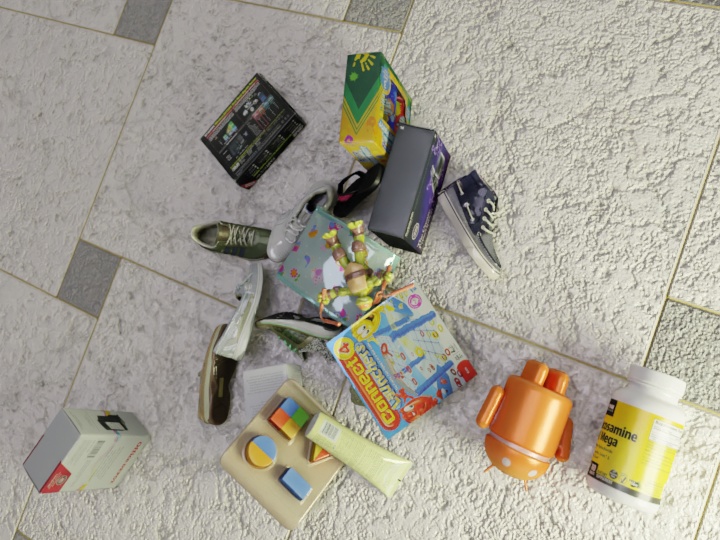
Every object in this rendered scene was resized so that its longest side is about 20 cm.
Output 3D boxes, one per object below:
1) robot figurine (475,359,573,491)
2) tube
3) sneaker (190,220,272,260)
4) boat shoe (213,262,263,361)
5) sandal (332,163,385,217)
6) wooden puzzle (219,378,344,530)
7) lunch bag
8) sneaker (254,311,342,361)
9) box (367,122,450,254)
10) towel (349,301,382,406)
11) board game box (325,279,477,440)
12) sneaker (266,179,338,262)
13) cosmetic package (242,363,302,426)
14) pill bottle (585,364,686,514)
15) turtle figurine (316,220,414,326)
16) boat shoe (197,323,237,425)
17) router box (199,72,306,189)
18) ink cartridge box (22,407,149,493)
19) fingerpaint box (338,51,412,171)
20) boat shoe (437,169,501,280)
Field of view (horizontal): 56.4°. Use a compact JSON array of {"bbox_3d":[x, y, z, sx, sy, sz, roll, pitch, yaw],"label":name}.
[{"bbox_3d":[0.275,0.252,1.102,0.116,0.143,0.204,20,86,47],"label":"robot figurine"},{"bbox_3d":[-0.007,0.328,1.208,0.198,0.052,0.058,33,133,-6],"label":"tube"},{"bbox_3d":[-0.268,-0.065,1.406,0.196,0.090,0.069,5,79,23],"label":"sneaker"},{"bbox_3d":[-0.240,0.077,1.357,0.063,0.074,0.207,16,75,-10],"label":"boat shoe"},{"bbox_3d":[-0.014,-0.160,1.287,0.044,0.199,0.077,23,68,-17],"label":"sandal"},{"bbox_3d":[-0.125,0.328,1.213,0.185,0.046,0.200,43,68,-2],"label":"wooden puzzle"},{"bbox_3d":[-0.034,0.001,1.280,0.198,0.122,0.173,32,91,27],"label":"lunch bag"},{"bbox_3d":[-0.128,0.135,1.324,0.196,0.076,0.091,7,99,28],"label":"sneaker"},{"bbox_3d":[0.094,-0.148,1.247,0.077,0.141,0.204,15,85,24],"label":"box"},{"bbox_3d":[0.068,0.168,1.249,0.146,0.036,0.204,15,84,23],"label":"towel"},{"bbox_3d":[0.071,0.155,1.184,0.194,0.056,0.202,-35,85,-1],"label":"board game box"},{"bbox_3d":[-0.123,-0.101,1.347,0.074,0.087,0.201,37,96,-4],"label":"sneaker"},{"bbox_3d":[-0.162,0.290,1.298,0.099,0.071,0.205,-11,75,18],"label":"cosmetic package"},{"bbox_3d":[0.430,0.256,1.038,0.110,0.112,0.204,18,85,24],"label":"pill bottle"},{"bbox_3d":[0.000,0.000,1.179,0.197,0.064,0.165,-21,81,31],"label":"turtle figurine"},{"bbox_3d":[-0.305,0.210,1.381,0.075,0.071,0.205,0,77,38],"label":"boat shoe"},{"bbox_3d":[-0.234,-0.301,1.457,0.200,0.062,0.150,-45,67,8],"label":"router box"},{"bbox_3d":[-0.555,0.368,1.376,0.082,0.199,0.147,38,93,27],"label":"ink cartridge box"},{"bbox_3d":[0.035,-0.284,1.267,0.072,0.200,0.171,2,79,21],"label":"fingerpaint box"},{"bbox_3d":[0.221,-0.089,1.216,0.092,0.074,0.203,-36,67,20],"label":"boat shoe"}]
